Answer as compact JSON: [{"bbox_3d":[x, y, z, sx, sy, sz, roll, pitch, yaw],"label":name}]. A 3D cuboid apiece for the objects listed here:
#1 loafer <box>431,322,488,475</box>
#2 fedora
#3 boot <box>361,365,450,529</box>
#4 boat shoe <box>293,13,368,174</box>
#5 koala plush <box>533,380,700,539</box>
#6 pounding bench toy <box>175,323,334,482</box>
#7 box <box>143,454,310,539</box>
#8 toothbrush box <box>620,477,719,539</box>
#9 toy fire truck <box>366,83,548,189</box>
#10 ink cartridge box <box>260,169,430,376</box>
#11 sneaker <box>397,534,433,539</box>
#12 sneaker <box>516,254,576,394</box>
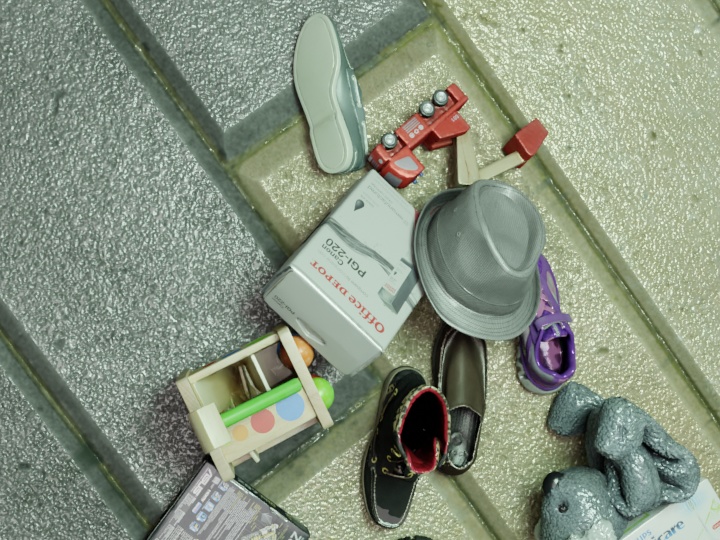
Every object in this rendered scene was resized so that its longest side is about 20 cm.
[{"bbox_3d":[0.130,0.157,1.172,0.072,0.071,0.202,1,88,-9],"label":"loafer"},{"bbox_3d":[0.155,-0.028,1.099,0.176,0.090,0.201,18,53,-19],"label":"fedora"},{"bbox_3d":[0.054,0.218,1.118,0.073,0.151,0.201,13,86,-8],"label":"boot"},{"bbox_3d":[-0.032,-0.217,1.172,0.062,0.073,0.201,-2,79,-52],"label":"boat shoe"},{"bbox_3d":[0.293,0.271,1.145,0.183,0.177,0.200,38,83,-10],"label":"koala plush"},{"bbox_3d":[-0.111,0.145,1.069,0.155,0.200,0.125,-26,92,-8],"label":"pounding bench toy"},{"bbox_3d":[-0.181,0.349,1.130,0.161,0.049,0.200,36,84,-5],"label":"box"},{"bbox_3d":[0.416,0.381,1.205,0.145,0.086,0.201,-31,92,-9],"label":"toothbrush box"},{"bbox_3d":[0.121,-0.152,1.178,0.200,0.049,0.141,-41,88,-18],"label":"toy fire truck"},{"bbox_3d":[0.000,0.000,1.103,0.146,0.085,0.200,43,51,-6],"label":"ink cartridge box"},{"bbox_3d":[0.008,0.397,1.145,0.199,0.078,0.091,-16,93,-9],"label":"sneaker"},{"bbox_3d":[0.226,0.057,1.181,0.080,0.088,0.202,-14,88,-7],"label":"sneaker"}]
